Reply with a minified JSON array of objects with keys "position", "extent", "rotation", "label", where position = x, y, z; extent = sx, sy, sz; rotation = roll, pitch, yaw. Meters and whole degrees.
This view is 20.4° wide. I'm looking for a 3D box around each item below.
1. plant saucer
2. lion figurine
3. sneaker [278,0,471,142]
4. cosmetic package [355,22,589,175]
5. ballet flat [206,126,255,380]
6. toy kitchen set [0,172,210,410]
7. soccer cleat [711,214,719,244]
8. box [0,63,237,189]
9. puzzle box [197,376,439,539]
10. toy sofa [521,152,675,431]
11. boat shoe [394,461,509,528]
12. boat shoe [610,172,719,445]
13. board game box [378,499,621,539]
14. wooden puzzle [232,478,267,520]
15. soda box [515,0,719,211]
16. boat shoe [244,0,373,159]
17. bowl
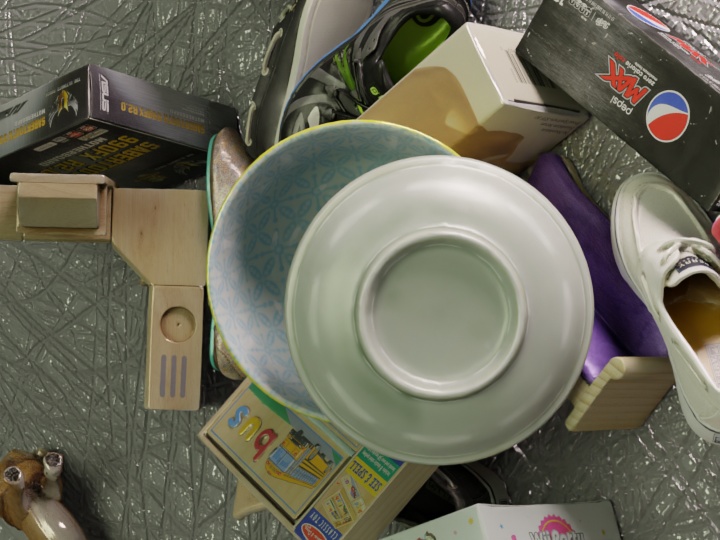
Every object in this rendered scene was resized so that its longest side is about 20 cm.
[{"position":[0.050,0.026,1.268],"extent":[0.200,0.050,0.201],"rotation":[0,92,0],"label":"plant saucer"},{"position":[-0.253,0.226,1.706],"extent":[0.200,0.072,0.123],"rotation":[56,156,22],"label":"lion figurine"},{"position":[0.006,-0.136,1.469],"extent":[0.200,0.071,0.083],"rotation":[-47,17,20],"label":"sneaker"},{"position":[0.053,-0.086,1.428],"extent":[0.200,0.105,0.071],"rotation":[-40,62,35],"label":"cosmetic package"},{"position":[-0.081,-0.014,1.582],"extent":[0.067,0.068,0.200],"rotation":[-1,92,23],"label":"ballet flat"},{"position":[-0.221,0.017,1.568],"extent":[0.200,0.163,0.181],"rotation":[2,89,-3],"label":"toy kitchen set"},{"position":[0.282,0.043,1.229],"extent":[0.068,0.073,0.200],"rotation":[-44,60,31],"label":"soccer cleat"},{"position":[-0.224,-0.102,1.643],"extent":[0.200,0.158,0.048],"rotation":[-17,69,40],"label":"box"},{"position":[-0.024,0.114,1.394],"extent":[0.133,0.025,0.200],"rotation":[-50,37,-4],"label":"puzzle box"},{"position":[0.137,0.008,1.358],"extent":[0.200,0.083,0.098],"rotation":[52,121,31],"label":"toy sofa"},{"position":[0.017,0.143,1.471],"extent":[0.200,0.064,0.071],"rotation":[19,101,42],"label":"boat shoe"},{"position":[0.210,0.010,1.271],"extent":[0.070,0.071,0.200],"rotation":[87,172,-58],"label":"boat shoe"},{"position":[0.060,0.214,1.371],"extent":[0.200,0.147,0.064],"rotation":[-28,68,38],"label":"board game box"},{"position":[0.000,0.086,1.454],"extent":[0.200,0.046,0.186],"rotation":[-21,44,30],"label":"wooden puzzle"},{"position":[0.197,-0.119,1.325],"extent":[0.200,0.063,0.071],"rotation":[46,117,35],"label":"soda box"},{"position":[-0.042,-0.171,1.544],"extent":[0.060,0.074,0.200],"rotation":[26,111,38],"label":"boat shoe"},{"position":[0.000,0.000,1.345],"extent":[0.200,0.108,0.201],"rotation":[0,92,0],"label":"bowl"}]
